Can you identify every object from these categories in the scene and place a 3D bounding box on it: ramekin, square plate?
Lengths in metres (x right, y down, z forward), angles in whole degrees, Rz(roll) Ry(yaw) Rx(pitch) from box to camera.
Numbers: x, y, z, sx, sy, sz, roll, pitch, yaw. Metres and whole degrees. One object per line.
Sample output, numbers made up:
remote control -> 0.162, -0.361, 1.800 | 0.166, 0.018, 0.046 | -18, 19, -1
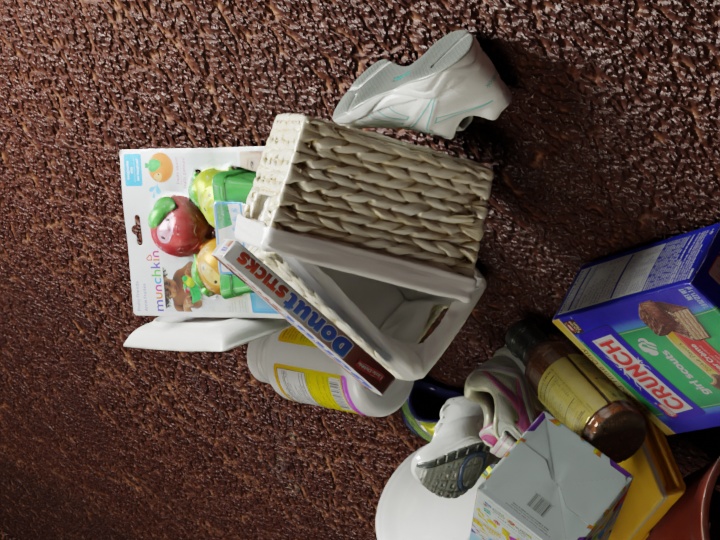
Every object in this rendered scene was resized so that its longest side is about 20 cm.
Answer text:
ramekin -> 0.126, 0.303, 1.816 | 0.202, 0.203, 0.094 | 13, 156, 37
square plate -> -0.138, 0.048, 1.738 | 0.198, 0.200, 0.028 | -2, 105, 49

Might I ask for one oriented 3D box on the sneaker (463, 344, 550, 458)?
sneaker -> 0.171, 0.174, 1.587 | 0.200, 0.088, 0.081 | 59, 160, 21

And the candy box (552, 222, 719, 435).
candy box -> 0.294, 0.057, 1.360 | 0.169, 0.077, 0.200 | 42, 153, -14

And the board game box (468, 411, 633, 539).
board game box -> 0.175, 0.237, 1.455 | 0.105, 0.103, 0.200 | 37, 157, 18

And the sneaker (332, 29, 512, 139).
sneaker -> 0.049, -0.144, 1.334 | 0.080, 0.070, 0.200 | 43, 152, -24

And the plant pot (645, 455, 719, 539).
plant pot -> 0.378, 0.255, 1.471 | 0.201, 0.201, 0.195 | 37, 161, -2

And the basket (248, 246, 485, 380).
basket -> 0.000, 0.000, 1.531 | 0.200, 0.136, 0.123 | 46, 155, -19

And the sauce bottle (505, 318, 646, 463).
sauce bottle -> 0.202, 0.110, 1.486 | 0.066, 0.066, 0.200 | 56, 179, -34

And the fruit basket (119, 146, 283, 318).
fruit basket -> -0.167, -0.039, 1.630 | 0.200, 0.094, 0.186 | 0, 100, 18

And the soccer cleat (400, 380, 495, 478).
soccer cleat -> 0.132, 0.186, 1.758 | 0.200, 0.065, 0.084 | 24, 148, 23

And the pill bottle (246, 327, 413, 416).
pill bottle -> -0.039, 0.106, 1.784 | 0.200, 0.104, 0.104 | 7, 141, 44

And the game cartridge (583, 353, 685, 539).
game cartridge -> 0.254, 0.181, 1.542 | 0.200, 0.032, 0.176 | 102, 152, -62

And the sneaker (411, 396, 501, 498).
sneaker -> 0.109, 0.183, 1.662 | 0.087, 0.200, 0.075 | 35, 119, 24

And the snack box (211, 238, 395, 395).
snack box -> -0.054, 0.042, 1.442 | 0.200, 0.024, 0.072 | 41, 172, -12

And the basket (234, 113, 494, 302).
basket -> 0.006, -0.058, 1.364 | 0.200, 0.124, 0.136 | 15, -179, -17
